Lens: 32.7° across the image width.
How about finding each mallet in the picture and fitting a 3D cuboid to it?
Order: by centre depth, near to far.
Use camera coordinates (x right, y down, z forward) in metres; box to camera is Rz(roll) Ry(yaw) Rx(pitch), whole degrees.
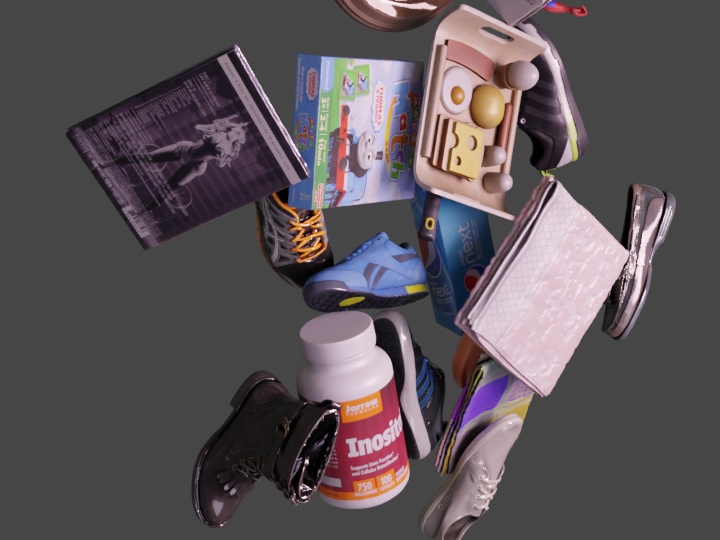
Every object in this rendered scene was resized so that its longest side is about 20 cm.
[{"bbox_3d":[0.079,-0.128,1.350,0.065,0.041,0.202,22,64,-6],"label":"mallet"}]

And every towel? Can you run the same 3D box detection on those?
[{"bbox_3d":[0.212,0.021,1.389,0.191,0.032,0.202,38,82,-43],"label":"towel"},{"bbox_3d":[0.167,0.159,1.485,0.142,0.023,0.202,-16,139,-35],"label":"towel"}]

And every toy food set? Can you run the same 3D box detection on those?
[{"bbox_3d":[0.136,-0.165,1.322,0.142,0.060,0.203,14,82,-40],"label":"toy food set"}]

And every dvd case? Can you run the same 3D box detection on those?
[{"bbox_3d":[-0.169,-0.116,1.209,0.198,0.016,0.150,-22,118,18],"label":"dvd case"}]

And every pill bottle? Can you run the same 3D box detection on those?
[{"bbox_3d":[-0.012,0.155,1.385,0.112,0.113,0.203,-20,113,-23],"label":"pill bottle"}]

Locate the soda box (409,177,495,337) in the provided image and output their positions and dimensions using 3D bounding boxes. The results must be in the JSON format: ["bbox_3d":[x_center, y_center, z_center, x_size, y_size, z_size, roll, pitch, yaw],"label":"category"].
[{"bbox_3d":[0.111,-0.031,1.431,0.067,0.064,0.203,-23,114,-22],"label":"soda box"}]

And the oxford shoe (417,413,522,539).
[{"bbox_3d":[0.144,0.259,1.501,0.075,0.058,0.201,10,119,-48],"label":"oxford shoe"}]

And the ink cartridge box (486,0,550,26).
[{"bbox_3d":[0.182,-0.386,1.311,0.145,0.083,0.201,43,66,-10],"label":"ink cartridge box"}]

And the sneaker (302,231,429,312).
[{"bbox_3d":[0.000,0.000,1.355,0.199,0.065,0.080,-2,74,-51],"label":"sneaker"}]

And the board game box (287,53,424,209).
[{"bbox_3d":[-0.001,-0.148,1.298,0.199,0.036,0.154,-12,109,-56],"label":"board game box"}]

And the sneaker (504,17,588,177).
[{"bbox_3d":[0.200,-0.200,1.430,0.082,0.072,0.202,-28,110,-3],"label":"sneaker"}]

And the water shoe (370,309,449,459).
[{"bbox_3d":[0.057,0.125,1.453,0.079,0.071,0.203,-34,126,-38],"label":"water shoe"}]

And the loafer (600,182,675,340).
[{"bbox_3d":[0.341,-0.014,1.577,0.062,0.072,0.203,21,86,-12],"label":"loafer"}]

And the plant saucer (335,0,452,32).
[{"bbox_3d":[0.044,-0.359,1.323,0.197,0.029,0.203,-8,108,-27],"label":"plant saucer"}]

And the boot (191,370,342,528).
[{"bbox_3d":[-0.102,0.208,1.312,0.069,0.174,0.203,21,93,-32],"label":"boot"}]

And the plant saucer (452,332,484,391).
[{"bbox_3d":[0.194,0.074,1.474,0.199,0.032,0.202,-31,147,-23],"label":"plant saucer"}]

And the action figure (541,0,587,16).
[{"bbox_3d":[0.252,-0.336,1.406,0.198,0.099,0.066,-28,137,-17],"label":"action figure"}]

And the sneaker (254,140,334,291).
[{"bbox_3d":[-0.071,-0.057,1.313,0.078,0.077,0.202,-32,119,-20],"label":"sneaker"}]
